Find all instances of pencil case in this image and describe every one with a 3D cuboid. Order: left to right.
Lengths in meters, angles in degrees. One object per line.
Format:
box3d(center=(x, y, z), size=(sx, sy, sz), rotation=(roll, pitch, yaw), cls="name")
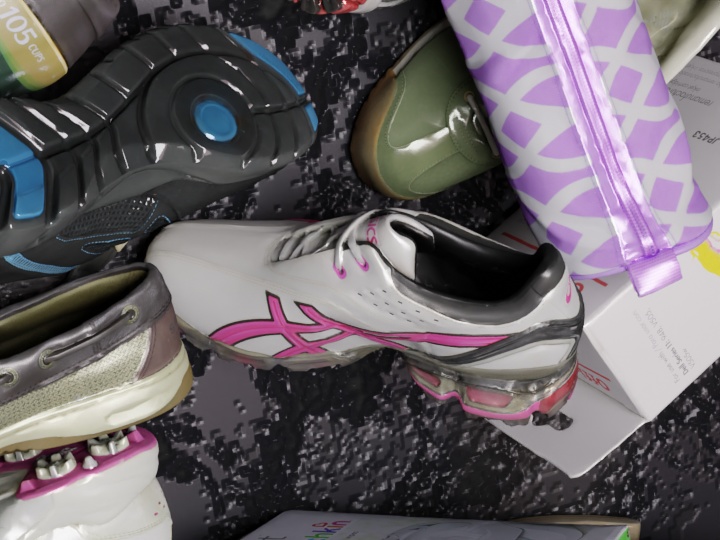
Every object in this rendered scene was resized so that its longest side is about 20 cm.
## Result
box3d(center=(0.085, -0.093, 0.855), size=(0.084, 0.085, 0.200), rotation=(-26, 107, -9), cls="pencil case")

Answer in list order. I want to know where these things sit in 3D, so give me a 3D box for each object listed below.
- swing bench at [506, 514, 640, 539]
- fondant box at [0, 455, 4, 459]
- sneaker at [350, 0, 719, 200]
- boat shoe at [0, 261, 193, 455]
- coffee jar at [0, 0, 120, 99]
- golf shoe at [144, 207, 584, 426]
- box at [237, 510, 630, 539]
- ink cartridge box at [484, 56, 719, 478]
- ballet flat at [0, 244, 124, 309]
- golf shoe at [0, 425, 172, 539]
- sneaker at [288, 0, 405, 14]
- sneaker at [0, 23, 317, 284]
box3d(center=(0.141, 0.238, 0.997), size=(0.130, 0.200, 0.199), rotation=(-16, 117, -66), cls="swing bench")
box3d(center=(-0.178, 0.156, 0.891), size=(0.200, 0.058, 0.145), rotation=(-24, 110, -18), cls="fondant box")
box3d(center=(0.092, -0.097, 0.934), size=(0.200, 0.090, 0.067), rotation=(-35, 114, -12), cls="sneaker")
box3d(center=(-0.166, 0.044, 0.813), size=(0.200, 0.072, 0.066), rotation=(-15, 113, -19), cls="boat shoe")
box3d(center=(-0.198, -0.081, 0.813), size=(0.200, 0.085, 0.104), rotation=(-42, 115, -10), cls="coffee jar")
box3d(center=(0.000, 0.000, 0.879), size=(0.199, 0.073, 0.092), rotation=(11, 137, 12), cls="golf shoe")
box3d(center=(0.031, 0.218, 0.919), size=(0.176, 0.097, 0.201), rotation=(1, 99, 22), cls="box")
box3d(center=(0.131, -0.006, 0.956), size=(0.200, 0.117, 0.067), rotation=(-42, 119, -10), cls="ink cartridge box")
box3d(center=(-0.173, 0.012, 0.860), size=(0.200, 0.057, 0.067), rotation=(-32, 113, -15), cls="ballet flat")
box3d(center=(-0.164, 0.133, 0.822), size=(0.200, 0.075, 0.092), rotation=(-22, 111, -17), cls="golf shoe")
box3d(center=(0.001, -0.212, 0.888), size=(0.082, 0.078, 0.201), rotation=(-7, 102, -50), cls="sneaker")
box3d(center=(-0.105, -0.045, 0.838), size=(0.200, 0.082, 0.073), rotation=(-19, 73, -41), cls="sneaker")
